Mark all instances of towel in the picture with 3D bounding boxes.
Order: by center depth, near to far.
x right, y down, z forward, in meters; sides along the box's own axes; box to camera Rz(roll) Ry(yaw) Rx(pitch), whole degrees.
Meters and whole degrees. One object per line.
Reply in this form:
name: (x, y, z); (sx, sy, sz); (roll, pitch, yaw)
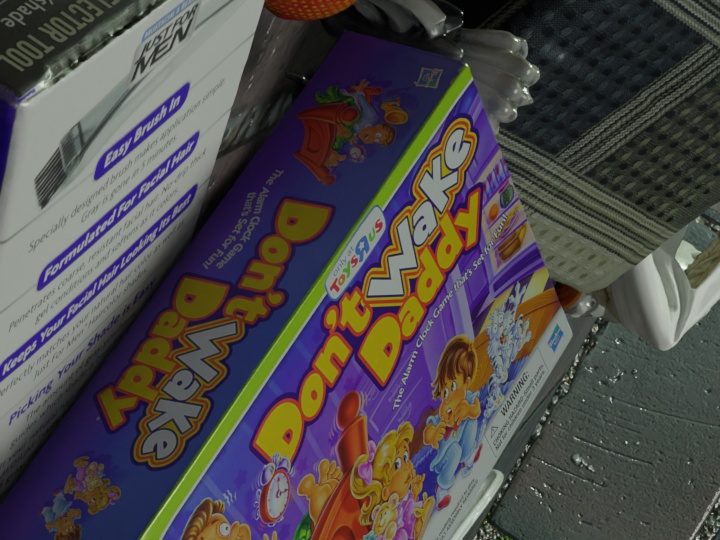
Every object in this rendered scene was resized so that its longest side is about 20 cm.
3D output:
towel: (0.111, -0.071, 0.754); (0.192, 0.035, 0.199); (-37, 146, 23)

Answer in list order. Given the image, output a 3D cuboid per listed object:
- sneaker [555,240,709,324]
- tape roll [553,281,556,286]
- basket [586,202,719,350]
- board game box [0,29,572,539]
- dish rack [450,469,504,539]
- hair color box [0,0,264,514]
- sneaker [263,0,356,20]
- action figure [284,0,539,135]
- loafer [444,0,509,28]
sneaker: (0.165, 0.004, 1.113); (0.200, 0.091, 0.076); (-63, 171, -80)
tape roll: (0.081, 0.016, 1.164); (0.200, 0.065, 0.202); (19, 90, -87)
basket: (0.134, -0.084, 0.919); (0.135, 0.123, 0.201); (-43, 141, -18)
board game box: (-0.019, 0.053, 0.530); (0.201, 0.045, 0.135); (-56, 144, -22)
dish rack: (-0.046, 0.125, 0.837); (0.199, 0.044, 0.172); (-20, -173, 24)
hair color box: (-0.091, -0.006, 0.463); (0.109, 0.065, 0.201); (-47, 166, -46)
sneaker: (-0.001, -0.138, 0.439); (0.072, 0.077, 0.201); (-9, 137, -22)
action figure: (0.019, -0.105, 0.589); (0.200, 0.101, 0.120); (90, 19, -70)
loafer: (0.069, -0.163, 0.766); (0.200, 0.073, 0.072); (-51, 179, 12)
